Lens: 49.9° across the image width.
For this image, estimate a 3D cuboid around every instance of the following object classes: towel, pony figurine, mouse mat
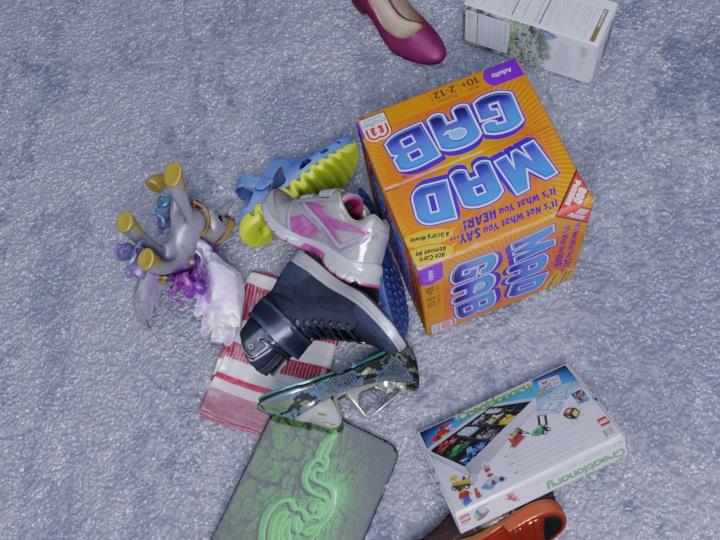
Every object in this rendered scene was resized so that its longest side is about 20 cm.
[{"bbox_3d":[-0.104,0.104,0.962,0.142,0.023,0.203,13,69,12],"label":"towel"},{"bbox_3d":[-0.219,-0.020,0.952,0.164,0.200,0.196,13,81,18],"label":"pony figurine"},{"bbox_3d":[-0.063,0.262,0.882,0.159,0.008,0.202,23,74,8],"label":"mouse mat"}]

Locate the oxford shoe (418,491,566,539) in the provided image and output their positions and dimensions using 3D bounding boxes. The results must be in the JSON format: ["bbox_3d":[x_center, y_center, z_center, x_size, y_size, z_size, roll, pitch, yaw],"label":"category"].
[{"bbox_3d":[0.120,0.283,0.841,0.197,0.072,0.073,-22,37,1],"label":"oxford shoe"}]

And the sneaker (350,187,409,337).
[{"bbox_3d":[0.000,0.000,0.975,0.077,0.070,0.203,-24,70,22],"label":"sneaker"}]

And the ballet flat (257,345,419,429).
[{"bbox_3d":[-0.018,0.144,0.893,0.197,0.075,0.075,-19,65,-15],"label":"ballet flat"}]

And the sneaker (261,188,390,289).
[{"bbox_3d":[-0.035,-0.058,0.918,0.199,0.081,0.089,32,100,32],"label":"sneaker"}]

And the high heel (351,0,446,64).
[{"bbox_3d":[0.046,-0.376,1.109,0.199,0.096,0.067,41,77,21],"label":"high heel"}]

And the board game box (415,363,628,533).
[{"bbox_3d":[0.172,0.189,0.849,0.198,0.035,0.127,-24,34,-3],"label":"board game box"}]

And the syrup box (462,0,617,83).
[{"bbox_3d":[0.246,-0.344,1.079,0.198,0.079,0.082,23,71,16],"label":"syrup box"}]

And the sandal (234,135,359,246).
[{"bbox_3d":[-0.092,-0.123,1.031,0.199,0.080,0.087,-33,62,-9],"label":"sandal"}]

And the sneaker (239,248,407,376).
[{"bbox_3d":[-0.051,0.078,0.893,0.147,0.077,0.201,-48,49,-11],"label":"sneaker"}]

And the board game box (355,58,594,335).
[{"bbox_3d":[0.128,-0.079,0.911,0.197,0.200,0.202,-21,65,-1],"label":"board game box"}]
